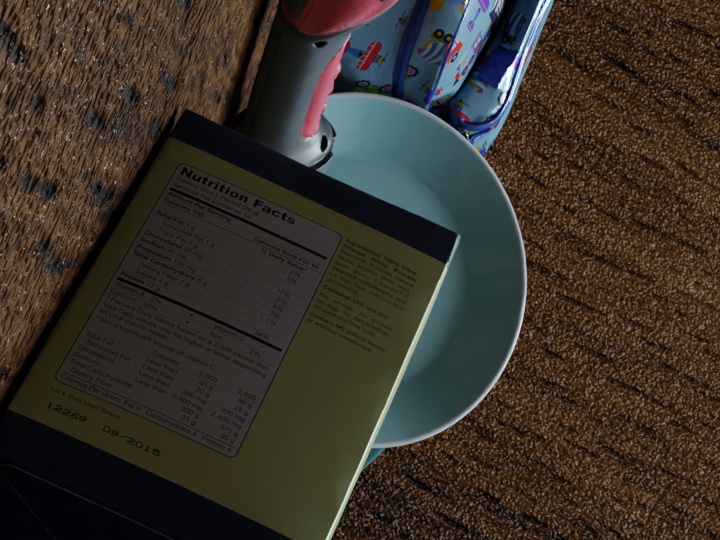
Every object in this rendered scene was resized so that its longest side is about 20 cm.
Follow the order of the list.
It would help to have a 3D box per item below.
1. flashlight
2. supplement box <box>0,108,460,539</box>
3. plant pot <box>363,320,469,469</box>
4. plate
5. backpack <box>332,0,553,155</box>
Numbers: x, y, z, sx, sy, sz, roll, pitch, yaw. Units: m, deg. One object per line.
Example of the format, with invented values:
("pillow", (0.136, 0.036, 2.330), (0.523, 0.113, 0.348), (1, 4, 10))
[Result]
("flashlight", (-0.019, -0.110, 1.038), (0.201, 0.067, 0.068), (111, 1, -49))
("supplement box", (-0.071, 0.083, 0.880), (0.201, 0.133, 0.201), (113, 2, -49))
("plant pot", (-0.037, 0.045, 1.280), (0.201, 0.140, 0.142), (-59, -165, 33))
("plate", (0.000, 0.000, 1.153), (0.202, 0.199, 0.026), (-65, -164, -17))
("backpack", (0.045, -0.166, 1.214), (0.200, 0.133, 0.184), (95, 18, -78))
